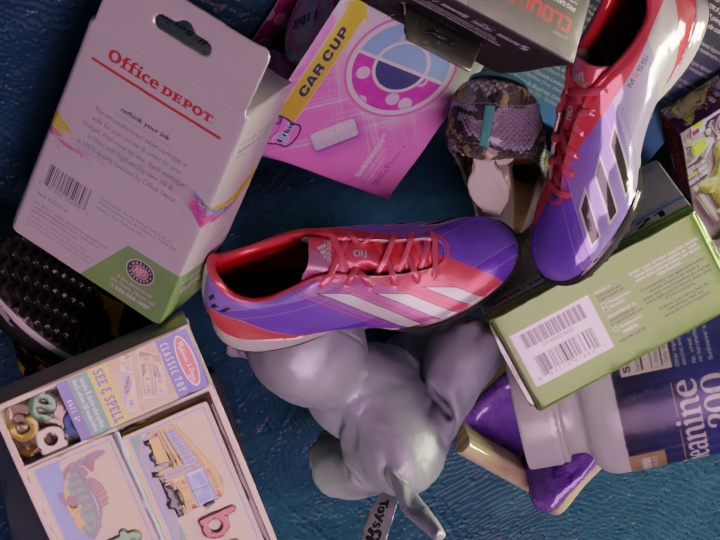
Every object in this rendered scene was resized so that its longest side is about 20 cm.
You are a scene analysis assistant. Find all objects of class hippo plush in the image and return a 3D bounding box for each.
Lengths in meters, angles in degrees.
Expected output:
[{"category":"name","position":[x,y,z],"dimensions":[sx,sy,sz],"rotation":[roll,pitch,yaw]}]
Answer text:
[{"category":"hippo plush","position":[-0.019,0.076,1.605],"dimensions":[0.161,0.200,0.159],"rotation":[40,140,-20]}]

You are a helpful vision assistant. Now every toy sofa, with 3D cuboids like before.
[{"category":"toy sofa","position":[0.158,0.071,1.693],"dimensions":[0.083,0.098,0.200],"rotation":[31,113,-37]}]

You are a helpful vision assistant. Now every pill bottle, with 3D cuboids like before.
[{"category":"pill bottle","position":[0.201,0.073,1.597],"dimensions":[0.199,0.111,0.111],"rotation":[-12,132,6]}]

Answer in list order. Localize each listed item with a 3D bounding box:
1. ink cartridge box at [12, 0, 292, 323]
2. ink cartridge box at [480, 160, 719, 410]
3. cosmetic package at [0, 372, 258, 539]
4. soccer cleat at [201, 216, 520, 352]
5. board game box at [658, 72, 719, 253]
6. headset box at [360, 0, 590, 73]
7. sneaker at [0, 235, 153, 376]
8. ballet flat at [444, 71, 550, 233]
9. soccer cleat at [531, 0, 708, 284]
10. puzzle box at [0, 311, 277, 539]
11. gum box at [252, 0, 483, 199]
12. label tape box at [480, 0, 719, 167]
[{"category":"ink cartridge box","position":[-0.120,-0.085,1.445],"dimensions":[0.117,0.067,0.201],"rotation":[32,121,10]},{"category":"ink cartridge box","position":[0.144,-0.010,1.572],"dimensions":[0.147,0.200,0.076],"rotation":[-28,113,4]},{"category":"cosmetic package","position":[-0.149,0.212,1.649],"dimensions":[0.165,0.168,0.201],"rotation":[-13,132,-9]},{"category":"soccer cleat","position":[0.000,0.000,1.481],"dimensions":[0.199,0.069,0.073],"rotation":[-11,150,4]},{"category":"board game box","position":[0.266,-0.075,1.613],"dimensions":[0.120,0.032,0.200],"rotation":[-36,148,-8]},{"category":"headset box","position":[0.067,-0.214,1.367],"dimensions":[0.148,0.075,0.201],"rotation":[24,76,-34]},{"category":"sneaker","position":[-0.199,0.044,1.542],"dimensions":[0.090,0.070,0.200],"rotation":[-20,150,27]},{"category":"ballet flat","position":[0.089,-0.060,1.530],"dimensions":[0.072,0.072,0.200],"rotation":[-26,160,2]},{"category":"soccer cleat","position":[0.141,-0.091,1.439],"dimensions":[0.073,0.068,0.201],"rotation":[19,95,-49]},{"category":"puzzle box","position":[-0.133,0.139,1.496],"dimensions":[0.133,0.025,0.201],"rotation":[-24,112,-5]},{"category":"gum box","position":[0.010,-0.144,1.482],"dimensions":[0.113,0.066,0.200],"rotation":[18,120,-32]},{"category":"label tape box","position":[0.179,-0.175,1.519],"dimensions":[0.144,0.063,0.200],"rotation":[23,117,-35]}]
